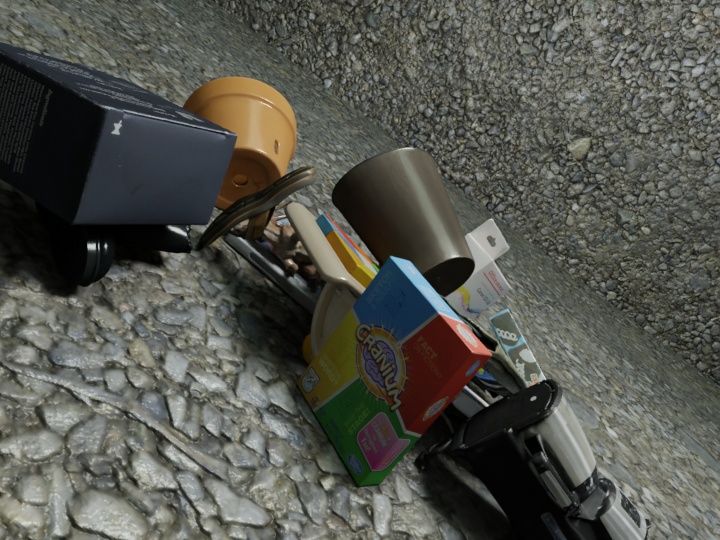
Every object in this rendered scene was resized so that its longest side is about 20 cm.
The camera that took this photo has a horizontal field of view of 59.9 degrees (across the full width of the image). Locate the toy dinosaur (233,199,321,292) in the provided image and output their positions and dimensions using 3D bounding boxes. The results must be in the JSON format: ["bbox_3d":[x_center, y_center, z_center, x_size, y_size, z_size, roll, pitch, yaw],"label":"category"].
[{"bbox_3d":[-0.091,-0.045,0.962,0.199,0.086,0.136,31,13,-32],"label":"toy dinosaur"}]

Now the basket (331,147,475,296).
[{"bbox_3d":[0.074,-0.062,0.934,0.179,0.136,0.201,-17,59,-15],"label":"basket"}]

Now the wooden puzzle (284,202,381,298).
[{"bbox_3d":[0.000,0.000,0.823,0.200,0.037,0.185,37,13,-40],"label":"wooden puzzle"}]

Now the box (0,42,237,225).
[{"bbox_3d":[-0.276,-0.139,0.663,0.199,0.118,0.196,28,15,21],"label":"box"}]

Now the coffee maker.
[{"bbox_3d":[0.208,0.260,0.750,0.134,0.192,0.201,-32,90,-47],"label":"coffee maker"}]

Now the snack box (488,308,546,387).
[{"bbox_3d":[0.263,0.168,0.961,0.201,0.037,0.116,67,8,29],"label":"snack box"}]

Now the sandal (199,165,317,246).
[{"bbox_3d":[-0.139,-0.079,0.868,0.055,0.199,0.082,58,11,-20],"label":"sandal"}]

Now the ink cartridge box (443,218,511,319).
[{"bbox_3d":[0.163,0.023,0.998,0.068,0.200,0.116,54,8,36],"label":"ink cartridge box"}]

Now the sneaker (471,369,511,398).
[{"bbox_3d":[0.200,0.167,1.025,0.083,0.071,0.200,55,-6,-6],"label":"sneaker"}]

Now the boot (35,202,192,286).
[{"bbox_3d":[-0.270,-0.045,0.722,0.162,0.074,0.198,12,25,-45],"label":"boot"}]

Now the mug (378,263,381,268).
[{"bbox_3d":[0.134,0.007,1.178,0.178,0.133,0.200,48,8,-2],"label":"mug"}]

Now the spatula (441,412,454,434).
[{"bbox_3d":[0.112,0.204,0.891,0.200,0.021,0.056,41,21,12],"label":"spatula"}]

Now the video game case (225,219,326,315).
[{"bbox_3d":[-0.101,-0.015,1.020,0.182,0.023,0.200,40,19,7],"label":"video game case"}]

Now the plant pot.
[{"bbox_3d":[-0.200,-0.194,1.032,0.199,0.200,0.141,24,39,-33],"label":"plant pot"}]

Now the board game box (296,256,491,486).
[{"bbox_3d":[0.027,0.110,0.691,0.040,0.201,0.153,14,29,-48],"label":"board game box"}]

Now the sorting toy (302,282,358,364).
[{"bbox_3d":[0.034,0.126,0.835,0.180,0.107,0.200,21,24,-54],"label":"sorting toy"}]

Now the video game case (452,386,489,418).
[{"bbox_3d":[0.205,0.225,0.899,0.199,0.023,0.182,37,0,0],"label":"video game case"}]

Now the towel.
[{"bbox_3d":[0.123,0.081,0.803,0.192,0.035,0.200,42,-3,37],"label":"towel"}]
